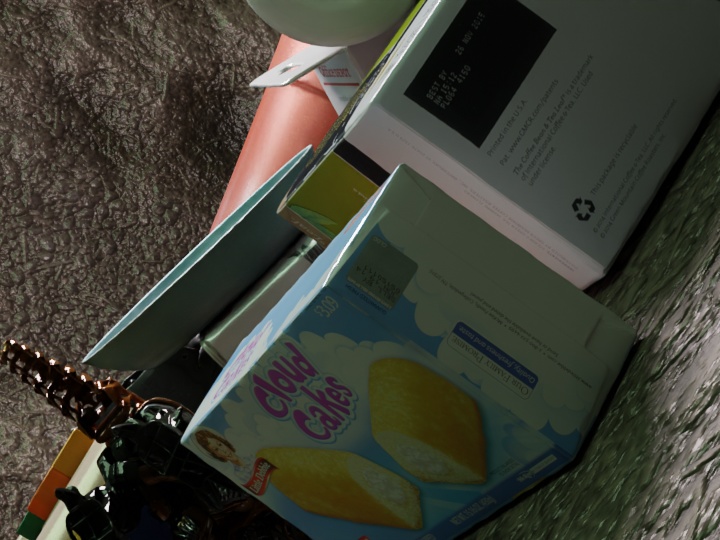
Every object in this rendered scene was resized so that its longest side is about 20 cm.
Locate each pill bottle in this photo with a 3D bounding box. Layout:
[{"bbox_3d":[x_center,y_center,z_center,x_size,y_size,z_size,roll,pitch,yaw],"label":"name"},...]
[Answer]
[{"bbox_3d":[-0.012,-0.200,1.130,0.113,0.113,0.200,-54,7,15],"label":"pill bottle"}]

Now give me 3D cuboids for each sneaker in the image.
[{"bbox_3d":[-0.101,0.062,1.318,0.200,0.104,0.060,-53,5,15],"label":"sneaker"}]

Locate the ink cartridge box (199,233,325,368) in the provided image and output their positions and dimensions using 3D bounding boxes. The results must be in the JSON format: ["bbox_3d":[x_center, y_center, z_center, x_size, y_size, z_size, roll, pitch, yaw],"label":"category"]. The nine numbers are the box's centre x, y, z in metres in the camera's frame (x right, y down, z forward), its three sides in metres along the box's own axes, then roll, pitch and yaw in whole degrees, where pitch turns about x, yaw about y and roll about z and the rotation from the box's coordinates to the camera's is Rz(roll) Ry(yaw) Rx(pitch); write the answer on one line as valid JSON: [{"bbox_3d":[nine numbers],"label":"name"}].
[{"bbox_3d":[0.000,0.000,1.202,0.200,0.083,0.145,-43,6,0],"label":"ink cartridge box"}]

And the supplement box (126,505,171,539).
[{"bbox_3d":[-0.139,0.220,1.143,0.200,0.109,0.110,-52,6,35],"label":"supplement box"}]

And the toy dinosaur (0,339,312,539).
[{"bbox_3d":[-0.111,0.112,1.042,0.136,0.199,0.102,-90,19,-78],"label":"toy dinosaur"}]

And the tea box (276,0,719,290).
[{"bbox_3d":[0.082,-0.090,0.949,0.200,0.133,0.197,-56,6,-18],"label":"tea box"}]

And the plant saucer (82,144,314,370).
[{"bbox_3d":[-0.092,0.001,1.223,0.200,0.036,0.200,-43,6,5],"label":"plant saucer"}]

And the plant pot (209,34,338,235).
[{"bbox_3d":[-0.020,-0.082,1.627,0.196,0.200,0.201,-64,5,0],"label":"plant pot"}]

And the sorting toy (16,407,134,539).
[{"bbox_3d":[-0.207,0.174,1.197,0.185,0.036,0.200,-60,8,-20],"label":"sorting toy"}]

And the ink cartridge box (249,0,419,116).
[{"bbox_3d":[0.040,-0.137,1.183,0.200,0.067,0.116,-32,12,-9],"label":"ink cartridge box"}]

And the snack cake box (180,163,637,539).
[{"bbox_3d":[0.012,0.050,0.797,0.067,0.115,0.200,-58,6,-30],"label":"snack cake box"}]
